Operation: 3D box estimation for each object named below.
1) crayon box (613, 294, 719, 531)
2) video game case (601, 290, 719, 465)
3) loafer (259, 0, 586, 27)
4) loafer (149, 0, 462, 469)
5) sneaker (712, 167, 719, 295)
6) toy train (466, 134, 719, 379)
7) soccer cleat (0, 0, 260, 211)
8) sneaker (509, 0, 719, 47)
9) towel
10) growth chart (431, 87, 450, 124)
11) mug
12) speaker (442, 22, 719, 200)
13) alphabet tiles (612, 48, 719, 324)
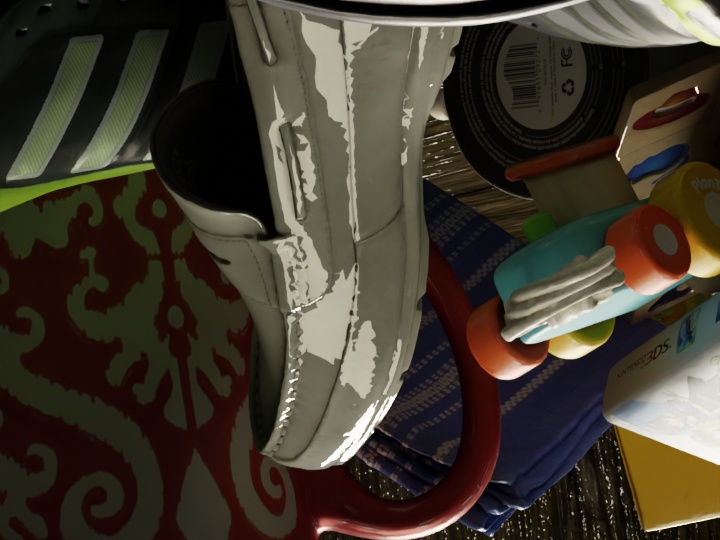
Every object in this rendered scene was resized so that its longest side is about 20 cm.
[{"bbox_3d":[0.162,0.031,0.981,0.199,0.051,0.127,-13,-160,15],"label":"crayon box"},{"bbox_3d":[0.195,0.040,0.769,0.199,0.022,0.182,21,153,-15],"label":"video game case"},{"bbox_3d":[-0.009,-0.085,0.497,0.199,0.072,0.063,-2,171,-9],"label":"loafer"},{"bbox_3d":[-0.019,-0.028,0.683,0.069,0.070,0.201,-5,131,-13],"label":"loafer"},{"bbox_3d":[0.184,-0.003,0.884,0.199,0.085,0.077,-12,151,-38],"label":"sneaker"},{"bbox_3d":[0.113,-0.038,0.734,0.199,0.056,0.150,-24,170,-9],"label":"toy train"},{"bbox_3d":[-0.067,-0.063,0.714,0.199,0.081,0.067,-23,-140,-24],"label":"soccer cleat"},{"bbox_3d":[0.058,-0.080,0.637,0.080,0.074,0.200,-4,175,15],"label":"sneaker"},{"bbox_3d":[0.000,0.000,0.912,0.200,0.024,0.145,34,-144,15],"label":"towel"},{"bbox_3d":[0.114,-0.043,1.125,0.145,0.018,0.199,37,-157,31],"label":"growth chart"},{"bbox_3d":[-0.063,0.012,0.819,0.177,0.201,0.133,-5,175,-29],"label":"mug"},{"bbox_3d":[0.118,-0.061,0.913,0.081,0.082,0.199,-9,175,40],"label":"speaker"},{"bbox_3d":[0.142,-0.050,0.855,0.166,0.006,0.200,-24,156,-18],"label":"alphabet tiles"}]
